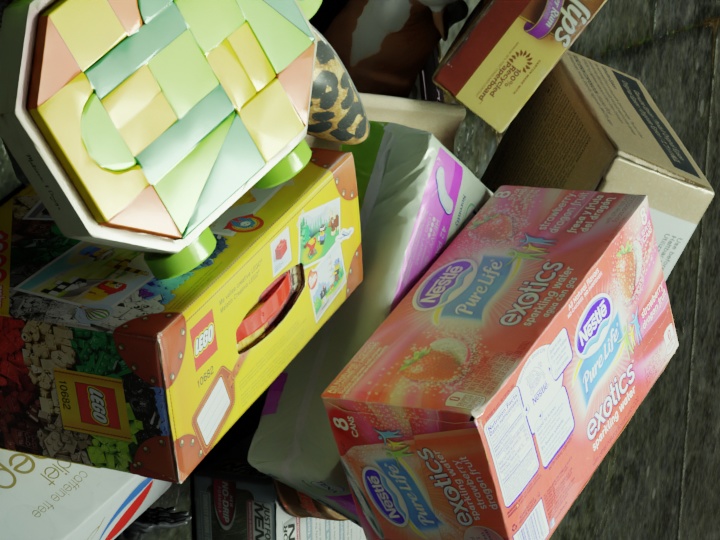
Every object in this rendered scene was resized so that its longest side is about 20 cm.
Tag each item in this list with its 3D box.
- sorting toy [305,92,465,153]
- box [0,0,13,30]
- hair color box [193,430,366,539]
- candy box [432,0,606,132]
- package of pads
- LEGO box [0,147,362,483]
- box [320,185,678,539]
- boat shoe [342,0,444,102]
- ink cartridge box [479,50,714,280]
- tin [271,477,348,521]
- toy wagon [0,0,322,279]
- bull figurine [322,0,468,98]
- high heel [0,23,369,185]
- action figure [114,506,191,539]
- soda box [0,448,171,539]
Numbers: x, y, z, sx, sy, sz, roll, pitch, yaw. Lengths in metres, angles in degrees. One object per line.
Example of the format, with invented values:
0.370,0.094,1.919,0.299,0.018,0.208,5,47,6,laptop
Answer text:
0.000,0.000,1.154,0.185,0.036,0.202,-2,97,-58,sorting toy
-0.149,-0.178,0.954,0.137,0.039,0.202,6,91,-67,box
-0.033,0.146,1.291,0.200,0.060,0.100,-32,124,-61,hair color box
0.107,-0.163,1.205,0.117,0.056,0.200,-51,-178,19,candy box
0.025,0.040,1.102,0.154,0.068,0.202,38,64,-53,package of pads
-0.107,0.009,0.970,0.200,0.148,0.078,-48,139,-53,LEGO box
0.077,0.050,1.035,0.200,0.094,0.103,-49,133,-42,box
0.027,-0.088,1.344,0.060,0.071,0.203,-26,118,-58,boat shoe
0.121,-0.013,1.238,0.201,0.075,0.165,-62,-159,23,ink cartridge box
-0.002,0.058,1.227,0.112,0.042,0.201,57,44,-48,tin
-0.075,-0.101,0.890,0.200,0.039,0.156,-44,117,-31,toy wagon
0.016,-0.138,1.223,0.200,0.065,0.121,-49,176,30,bull figurine
-0.081,-0.068,0.950,0.199,0.071,0.144,31,60,-32,high heel
-0.120,0.235,1.071,0.119,0.101,0.202,-46,138,-71,action figure
-0.155,0.110,0.968,0.064,0.068,0.200,-59,170,32,soda box
